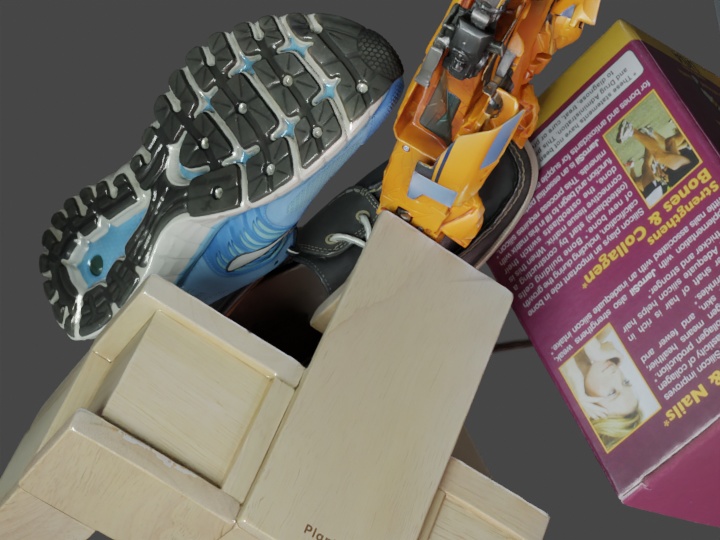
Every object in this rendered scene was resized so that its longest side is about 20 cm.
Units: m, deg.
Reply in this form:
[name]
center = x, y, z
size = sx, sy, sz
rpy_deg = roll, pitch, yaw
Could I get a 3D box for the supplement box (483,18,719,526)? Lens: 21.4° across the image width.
[supplement box]
center = 0.151, 0.001, 0.918
size = 0.131, 0.201, 0.103
rpy_deg = -42, 144, 23

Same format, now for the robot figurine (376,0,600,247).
[robot figurine]
center = 0.066, -0.105, 0.793
size = 0.145, 0.058, 0.200
rpy_deg = -60, 177, -37

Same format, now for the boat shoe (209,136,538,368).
[boat shoe]
center = 0.000, 0.000, 0.910
size = 0.199, 0.072, 0.068
rpy_deg = -34, -178, 10

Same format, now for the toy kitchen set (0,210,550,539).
[toy kitchen set]
center = -0.035, 0.082, 0.859
size = 0.199, 0.164, 0.180
rpy_deg = 32, 147, -10

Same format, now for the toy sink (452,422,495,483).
[toy sink]
center = -0.032, 0.146, 1.047
size = 0.200, 0.131, 0.112
rpy_deg = -36, 146, 14

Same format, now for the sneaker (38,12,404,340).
[sneaker]
center = -0.054, -0.041, 0.845
size = 0.200, 0.079, 0.090
rpy_deg = -37, 156, 29

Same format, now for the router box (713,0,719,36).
[router box]
center = 0.210, -0.089, 0.837
size = 0.052, 0.201, 0.157
rpy_deg = -19, 153, 30
